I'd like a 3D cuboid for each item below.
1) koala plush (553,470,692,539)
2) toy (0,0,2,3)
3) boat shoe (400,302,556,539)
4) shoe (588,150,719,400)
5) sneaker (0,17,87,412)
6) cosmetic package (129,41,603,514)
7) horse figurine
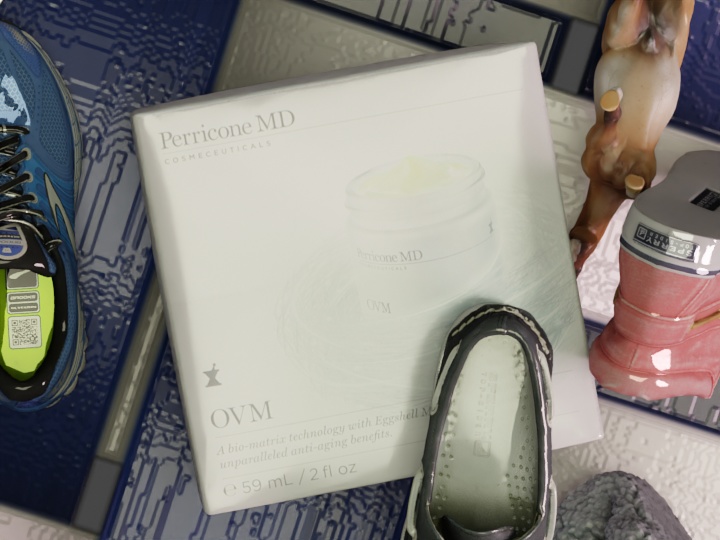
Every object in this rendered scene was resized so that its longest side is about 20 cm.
[{"bbox_3d":[0.113,0.235,1.434,0.200,0.184,0.177,-42,96,10],"label":"koala plush"},{"bbox_3d":[-0.229,-0.235,1.426,0.200,0.047,0.115,37,91,-6],"label":"toy"},{"bbox_3d":[0.054,0.116,1.345,0.075,0.060,0.200,0,95,2],"label":"boat shoe"},{"bbox_3d":[0.167,0.002,1.419,0.071,0.200,0.091,23,110,18],"label":"shoe"},{"bbox_3d":[-0.171,-0.028,1.423,0.078,0.089,0.200,-10,94,-6],"label":"sneaker"},{"bbox_3d":[0.000,0.000,1.424,0.199,0.123,0.200,-11,93,-5],"label":"cosmetic package"},{"bbox_3d":[0.137,-0.099,1.441,0.050,0.133,0.200,10,79,4],"label":"horse figurine"}]
